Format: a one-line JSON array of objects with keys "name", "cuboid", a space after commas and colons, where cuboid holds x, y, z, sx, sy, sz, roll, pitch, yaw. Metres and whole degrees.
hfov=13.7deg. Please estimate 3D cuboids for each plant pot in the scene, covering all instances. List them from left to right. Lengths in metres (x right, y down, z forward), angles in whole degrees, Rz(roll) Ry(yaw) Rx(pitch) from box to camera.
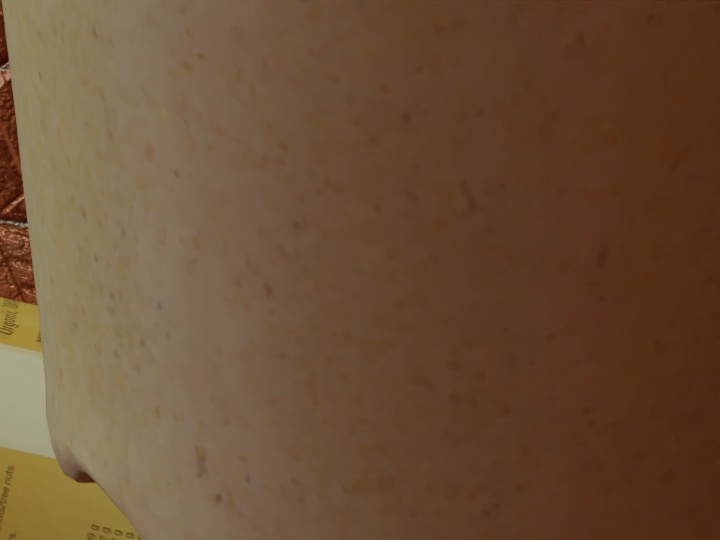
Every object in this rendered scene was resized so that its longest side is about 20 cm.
[{"name": "plant pot", "cuboid": [0.026, -0.059, 0.389, 0.201, 0.199, 0.185, -96, 9, -71]}]

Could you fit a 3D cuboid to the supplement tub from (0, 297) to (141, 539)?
[{"name": "supplement tub", "cuboid": [-0.059, 0.086, 0.693, 0.145, 0.199, 0.146, -167, 90, -84]}]
